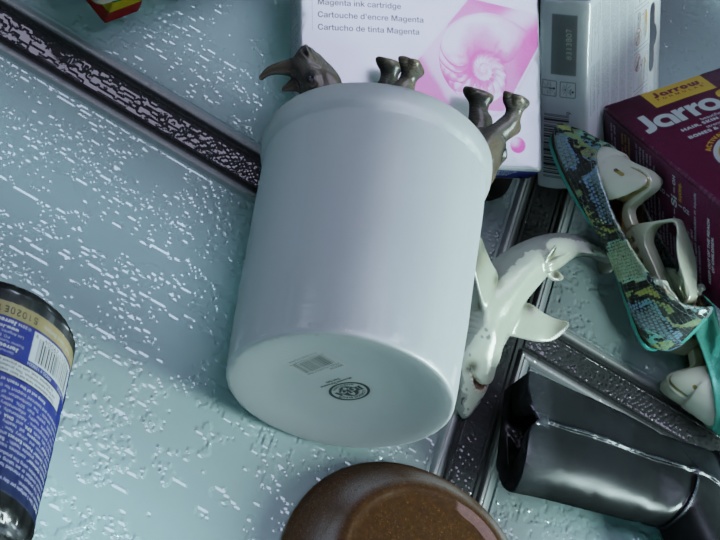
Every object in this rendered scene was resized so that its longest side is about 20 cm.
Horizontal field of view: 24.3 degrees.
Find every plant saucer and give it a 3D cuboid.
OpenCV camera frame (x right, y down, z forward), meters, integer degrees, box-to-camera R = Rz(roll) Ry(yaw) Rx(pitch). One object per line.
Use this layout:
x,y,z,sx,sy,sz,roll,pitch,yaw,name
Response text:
0.040,0.217,1.139,0.199,0.037,0.201,16,54,-23,plant saucer

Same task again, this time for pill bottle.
-0.240,0.113,0.986,0.111,0.112,0.201,21,53,-19,pill bottle

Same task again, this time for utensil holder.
0.000,0.000,1.165,0.169,0.170,0.201,20,56,-19,utensil holder

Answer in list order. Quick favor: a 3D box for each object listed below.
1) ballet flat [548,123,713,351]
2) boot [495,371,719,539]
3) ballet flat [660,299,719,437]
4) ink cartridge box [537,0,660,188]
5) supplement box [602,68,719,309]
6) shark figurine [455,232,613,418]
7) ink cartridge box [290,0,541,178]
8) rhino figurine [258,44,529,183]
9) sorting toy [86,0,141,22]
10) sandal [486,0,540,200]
0.215,-0.038,1.294,0.074,0.074,0.201,-15,74,-36,ballet flat
0.194,0.174,1.229,0.199,0.066,0.165,25,39,-25,boot
0.268,0.067,1.358,0.070,0.067,0.201,-14,67,-10,ballet flat
0.204,-0.177,1.417,0.057,0.163,0.200,7,26,21,ink cartridge box
0.297,-0.066,1.326,0.130,0.104,0.200,-20,35,-15,supplement box
0.122,0.005,1.297,0.214,0.089,0.129,-31,114,-32,shark figurine
0.043,-0.175,1.308,0.195,0.043,0.201,0,83,-13,ink cartridge box
0.020,-0.114,1.242,0.199,0.060,0.088,17,87,-10,rhino figurine
-0.188,-0.291,1.287,0.200,0.070,0.199,-30,73,-38,sorting toy
0.123,-0.156,1.372,0.075,0.045,0.201,26,73,-35,sandal
